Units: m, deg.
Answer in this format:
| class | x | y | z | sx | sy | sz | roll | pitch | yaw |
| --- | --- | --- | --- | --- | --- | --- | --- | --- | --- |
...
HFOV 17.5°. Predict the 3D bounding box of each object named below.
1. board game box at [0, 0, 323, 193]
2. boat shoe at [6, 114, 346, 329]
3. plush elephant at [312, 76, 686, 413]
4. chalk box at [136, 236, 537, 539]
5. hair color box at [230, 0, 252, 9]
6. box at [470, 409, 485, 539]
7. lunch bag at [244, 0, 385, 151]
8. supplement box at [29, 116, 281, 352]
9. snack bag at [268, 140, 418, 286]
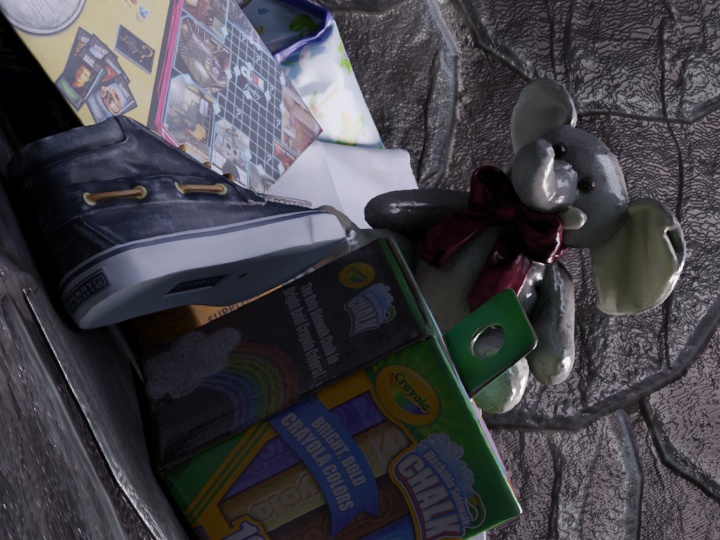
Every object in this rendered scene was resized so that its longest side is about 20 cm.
| class | x | y | z | sx | sy | sz | roll | pitch | yaw |
| --- | --- | --- | --- | --- | --- | --- | --- | --- | --- |
| board game box | -0.117 | -0.111 | 1.227 | 0.035 | 0.136 | 0.200 | -12 | -61 | 46 |
| boat shoe | -0.087 | -0.033 | 1.168 | 0.200 | 0.071 | 0.091 | -9 | 69 | -55 |
| plush elephant | 0.095 | -0.023 | 1.371 | 0.165 | 0.155 | 0.200 | 42 | 17 | 23 |
| chalk box | 0.001 | 0.076 | 1.221 | 0.125 | 0.199 | 0.124 | -111 | 176 | -62 |
| hair color box | -0.139 | -0.218 | 1.317 | 0.200 | 0.099 | 0.061 | 54 | 44 | -2 |
| box | 0.046 | 0.204 | 1.441 | 0.156 | 0.041 | 0.201 | 103 | -12 | -49 |
| lunch bag | -0.094 | -0.105 | 1.529 | 0.200 | 0.127 | 0.170 | 29 | -28 | 39 |
| supplement box | -0.114 | -0.041 | 1.289 | 0.069 | 0.066 | 0.201 | -15 | -75 | 54 |
| snack bag | 0.000 | 0.000 | 1.410 | 0.199 | 0.021 | 0.189 | 4 | 58 | -50 |
